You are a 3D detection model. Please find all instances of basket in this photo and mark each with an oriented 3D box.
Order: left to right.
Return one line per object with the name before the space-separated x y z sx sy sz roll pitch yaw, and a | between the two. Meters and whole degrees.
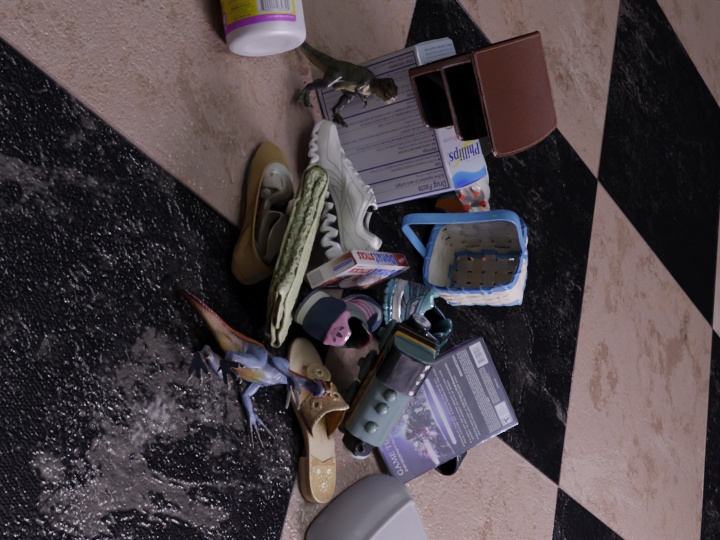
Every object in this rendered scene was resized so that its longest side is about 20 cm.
basket | 0.168 -0.030 1.563 0.200 0.174 0.141 53 43 -58

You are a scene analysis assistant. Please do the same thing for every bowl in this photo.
bowl | 0.028 0.387 1.367 0.199 0.074 0.202 -29 103 -52

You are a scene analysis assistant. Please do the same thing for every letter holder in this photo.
letter holder | 0.170 -0.224 1.366 0.199 0.100 0.144 -29 107 -51

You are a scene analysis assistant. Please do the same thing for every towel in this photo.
towel | -0.080 -0.018 1.279 0.036 0.149 0.202 14 59 -2

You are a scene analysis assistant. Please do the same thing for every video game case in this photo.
video game case | 0.108 0.198 1.443 0.198 0.019 0.144 -26 104 -5

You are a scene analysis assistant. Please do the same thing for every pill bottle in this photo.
pill bottle | -0.132 -0.383 1.304 0.104 0.103 0.203 -5 86 -52

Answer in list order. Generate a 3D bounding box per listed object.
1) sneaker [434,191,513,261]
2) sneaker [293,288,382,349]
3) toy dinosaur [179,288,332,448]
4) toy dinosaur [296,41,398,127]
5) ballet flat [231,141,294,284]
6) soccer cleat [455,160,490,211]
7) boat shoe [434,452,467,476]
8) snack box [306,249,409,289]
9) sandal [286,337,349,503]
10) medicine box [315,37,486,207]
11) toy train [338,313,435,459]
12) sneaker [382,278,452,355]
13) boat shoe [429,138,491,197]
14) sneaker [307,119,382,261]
sneaker | 0.198 -0.084 1.692 0.200 0.075 0.093 47 44 -37
sneaker | -0.010 0.076 1.351 0.071 0.082 0.199 -58 155 13
toy dinosaur | -0.109 0.109 1.228 0.181 0.104 0.202 -3 82 -56
toy dinosaur | -0.034 -0.251 1.393 0.089 0.199 0.047 -62 157 10
ballet flat | -0.111 -0.076 1.296 0.068 0.063 0.202 30 59 -41
soccer cleat | 0.151 -0.172 1.548 0.201 0.069 0.078 60 28 -50
boat shoe | 0.100 0.222 1.495 0.201 0.074 0.063 60 31 -32
snack box | 0.000 0.000 1.371 0.025 0.071 0.200 64 19 11
sandal | -0.041 0.189 1.321 0.077 0.069 0.214 3 79 -51
medicine box | 0.056 -0.200 1.442 0.103 0.181 0.202 -26 103 -51
toy train | 0.032 0.151 1.337 0.085 0.201 0.114 28 21 -6
sneaker | 0.091 0.101 1.477 0.078 0.085 0.201 -62 146 -41
boat shoe | 0.141 -0.185 1.640 0.200 0.073 0.076 -39 128 -29
sneaker | -0.020 -0.109 1.392 0.075 0.080 0.202 13 65 -71
